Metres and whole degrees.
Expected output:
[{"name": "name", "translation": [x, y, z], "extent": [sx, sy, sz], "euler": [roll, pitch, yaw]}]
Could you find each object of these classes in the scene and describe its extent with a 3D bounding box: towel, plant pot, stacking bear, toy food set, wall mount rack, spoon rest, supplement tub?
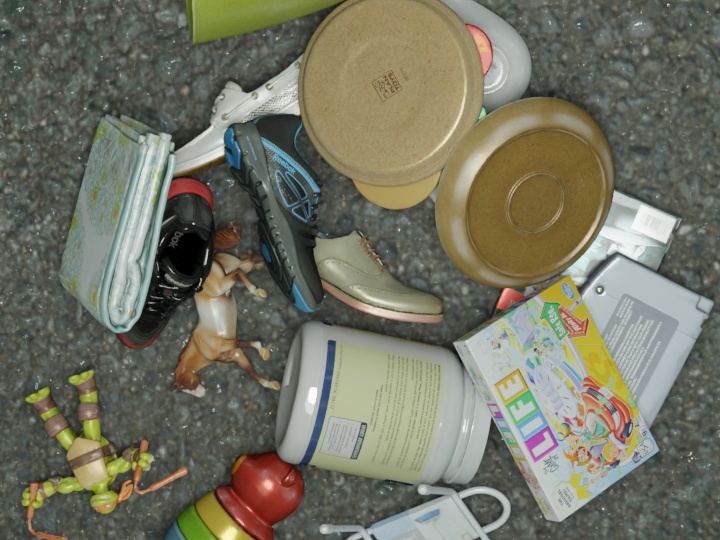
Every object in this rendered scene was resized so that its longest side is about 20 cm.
[{"name": "towel", "translation": [-0.247, -0.054, 1.349], "extent": [0.048, 0.171, 0.203], "euler": [13, 98, -29]}, {"name": "plant pot", "translation": [-0.076, -0.325, 1.305], "extent": [0.197, 0.187, 0.190], "euler": [-5, 97, -9]}, {"name": "stacking bear", "translation": [-0.142, 0.276, 1.408], "extent": [0.114, 0.121, 0.200], "euler": [43, 91, 1]}, {"name": "toy food set", "translation": [0.034, -0.179, 1.302], "extent": [0.200, 0.049, 0.198], "euler": [45, 103, 11]}, {"name": "wall mount rack", "translation": [0.054, 0.276, 1.372], "extent": [0.198, 0.075, 0.174], "euler": [-25, 121, 18]}, {"name": "spoon rest", "translation": [0.102, -0.251, 1.353], "extent": [0.099, 0.061, 0.201], "euler": [-29, 107, 9]}, {"name": "plant pot", "translation": [0.170, -0.070, 1.308], "extent": [0.197, 0.028, 0.203], "euler": [-9, 115, -18]}, {"name": "supplement tub", "translation": [0.022, 0.139, 1.345], "extent": [0.197, 0.145, 0.147], "euler": [12, 98, -10]}]

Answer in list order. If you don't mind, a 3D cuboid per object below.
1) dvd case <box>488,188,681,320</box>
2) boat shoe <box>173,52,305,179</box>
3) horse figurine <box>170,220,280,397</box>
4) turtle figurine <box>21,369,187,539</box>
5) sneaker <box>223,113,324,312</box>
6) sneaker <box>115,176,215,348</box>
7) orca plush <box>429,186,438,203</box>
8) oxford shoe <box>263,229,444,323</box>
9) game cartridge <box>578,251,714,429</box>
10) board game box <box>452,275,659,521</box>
[{"name": "dvd case", "translation": [0.230, 0.009, 1.384], "extent": [0.144, 0.022, 0.202], "euler": [22, 99, 2]}, {"name": "boat shoe", "translation": [-0.122, -0.163, 1.371], "extent": [0.198, 0.071, 0.070], "euler": [-29, 94, -2]}, {"name": "horse figurine", "translation": [-0.141, 0.042, 1.391], "extent": [0.131, 0.050, 0.203], "euler": [10, 105, 38]}, {"name": "turtle figurine", "translation": [-0.287, 0.193, 1.428], "extent": [0.198, 0.064, 0.163], "euler": [-22, 87, 16]}, {"name": "sneaker", "translation": [-0.066, -0.060, 1.316], "extent": [0.081, 0.073, 0.203], "euler": [-20, 95, -21]}, {"name": "sneaker", "translation": [-0.204, 0.007, 1.366], "extent": [0.070, 0.098, 0.202], "euler": [16, 115, -27]}, {"name": "orca plush", "translation": [0.078, -0.141, 1.365], "extent": [0.200, 0.071, 0.105], "euler": [49, 123, 13]}, {"name": "oxford shoe", "translation": [0.000, 0.000, 1.378], "extent": [0.198, 0.071, 0.075], "euler": [20, 96, 2]}, {"name": "game cartridge", "translation": [0.260, 0.091, 1.364], "extent": [0.132, 0.042, 0.202], "euler": [27, 99, 5]}, {"name": "board game box", "translation": [0.196, 0.126, 1.312], "extent": [0.134, 0.034, 0.202], "euler": [-30, 95, -19]}]
